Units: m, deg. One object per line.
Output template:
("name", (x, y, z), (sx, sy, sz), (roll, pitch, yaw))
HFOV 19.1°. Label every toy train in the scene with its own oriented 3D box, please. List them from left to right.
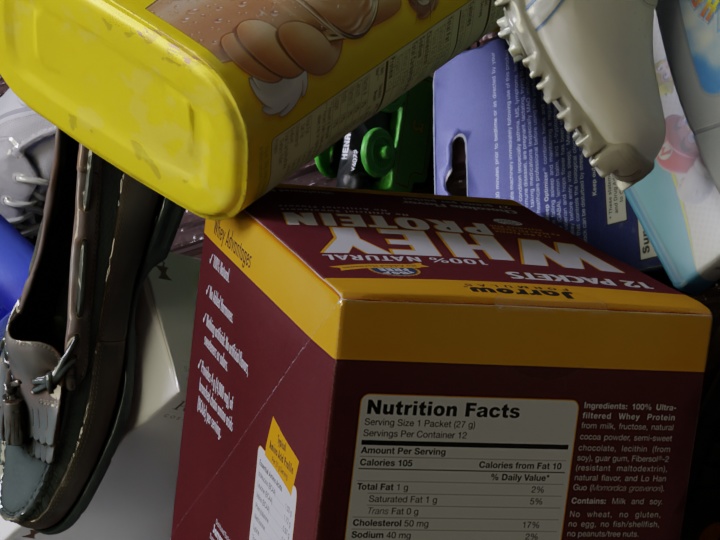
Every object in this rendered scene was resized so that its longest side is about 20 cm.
("toy train", (0.000, 0.000, 0.965), (0.042, 0.056, 0.201), (3, 82, 41))

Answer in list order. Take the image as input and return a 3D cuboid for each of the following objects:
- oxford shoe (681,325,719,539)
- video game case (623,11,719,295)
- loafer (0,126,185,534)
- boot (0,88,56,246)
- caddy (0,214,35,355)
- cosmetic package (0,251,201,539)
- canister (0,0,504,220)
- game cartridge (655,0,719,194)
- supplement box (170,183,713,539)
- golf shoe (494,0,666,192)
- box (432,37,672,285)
("oxford shoe", (0.121, 0.067, 0.812), (0.084, 0.073, 0.200), (42, 110, 45))
("video game case", (0.166, -0.106, 0.805), (0.200, 0.018, 0.143), (-42, 54, 28))
("loafer", (-0.133, 0.017, 0.939), (0.072, 0.063, 0.201), (22, 96, 46))
("boot", (-0.175, -0.045, 1.157), (0.200, 0.073, 0.096), (-14, 76, 52))
("caddy", (-0.230, 0.051, 1.107), (0.105, 0.141, 0.200), (46, 128, -3))
("cosmetic package", (-0.118, 0.081, 1.031), (0.200, 0.107, 0.085), (-40, 54, 34))
("canister", (-0.030, -0.116, 0.839), (0.148, 0.200, 0.087), (32, 140, 25))
("game cartridge", (0.167, -0.118, 0.764), (0.133, 0.040, 0.201), (-20, 71, 40))
("supplement box", (0.017, 0.084, 0.794), (0.197, 0.132, 0.201), (-142, 57, -69))
("golf shoe", (0.089, -0.133, 0.766), (0.097, 0.078, 0.201), (-19, 79, 18))
("box", (0.113, -0.053, 0.876), (0.200, 0.032, 0.122), (-14, 70, 41))
